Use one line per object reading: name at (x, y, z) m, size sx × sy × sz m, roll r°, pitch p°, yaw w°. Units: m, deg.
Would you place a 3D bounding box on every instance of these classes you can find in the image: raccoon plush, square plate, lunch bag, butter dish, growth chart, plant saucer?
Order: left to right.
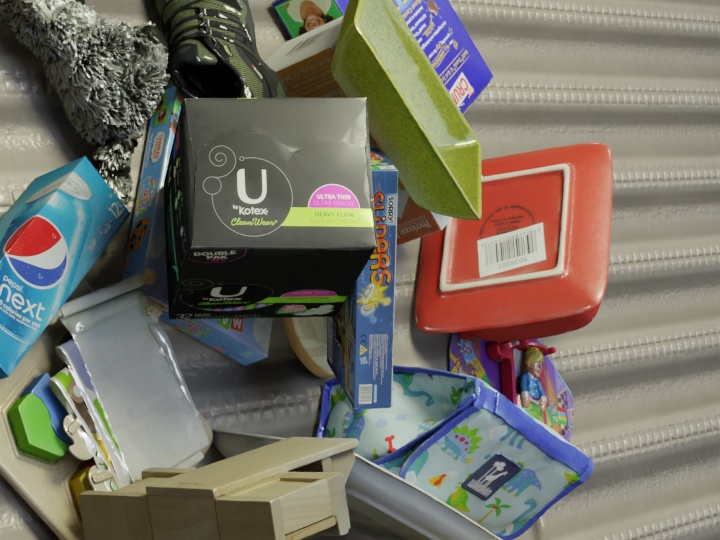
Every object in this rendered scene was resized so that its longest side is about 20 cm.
raccoon plush at (-0.233, -0.145, 1.617) m, size 0.133 × 0.096 × 0.202 m, roll 13°, pitch 66°, yaw -37°
growth chart at (-0.184, 0.105, 1.573) m, size 0.144 × 0.018 × 0.201 m, roll -16°, pitch 85°, yaw -47°
square plate at (-0.005, 0.190, 1.669) m, size 0.198 × 0.199 × 0.029 m, roll 34°, pitch 71°, yaw -35°
plant saucer at (0.034, -0.146, 1.715) m, size 0.201 × 0.048 × 0.200 m, roll 57°, pitch 15°, yaw -17°
lunch bag at (0.082, 0.161, 1.772) m, size 0.170 × 0.199 × 0.128 m, roll 33°, pitch 52°, yaw -37°
butter dish at (0.169, -0.004, 1.964) m, size 0.148 × 0.199 × 0.201 m, roll 53°, pitch 37°, yaw -48°

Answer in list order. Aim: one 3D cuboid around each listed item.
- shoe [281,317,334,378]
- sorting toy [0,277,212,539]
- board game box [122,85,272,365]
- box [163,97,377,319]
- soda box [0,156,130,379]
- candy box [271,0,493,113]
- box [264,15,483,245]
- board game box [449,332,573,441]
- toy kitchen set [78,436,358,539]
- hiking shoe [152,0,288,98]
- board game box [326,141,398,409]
shoe at (-0.041, 0.015, 1.758) m, size 0.070 × 0.053 × 0.201 m, roll -69°, pitch 147°, yaw -48°
sorting toy at (-0.208, 0.123, 1.578) m, size 0.201 × 0.036 × 0.185 m, roll 54°, pitch 42°, yaw -20°
board game box at (-0.130, -0.039, 1.731) m, size 0.151 × 0.036 × 0.201 m, roll 31°, pitch 55°, yaw -39°
box at (-0.076, -0.046, 1.579) m, size 0.147 × 0.200 × 0.125 m, roll -1°, pitch 73°, yaw -11°
soda box at (-0.261, 0.001, 1.539) m, size 0.064 × 0.068 × 0.200 m, roll 52°, pitch 43°, yaw -22°
candy box at (0.025, -0.223, 1.951) m, size 0.201 × 0.077 × 0.169 m, roll 57°, pitch 40°, yaw -15°
box at (0.001, -0.127, 1.849) m, size 0.201 × 0.124 × 0.098 m, roll 57°, pitch 42°, yaw -16°
board game box at (0.167, 0.114, 2.012) m, size 0.201 × 0.039 × 0.158 m, roll 58°, pitch 41°, yaw -15°
toy kitchen set at (-0.074, 0.230, 1.498) m, size 0.163 × 0.199 × 0.182 m, roll -15°, pitch 99°, yaw -49°
hiking shoe at (-0.134, -0.199, 1.723) m, size 0.201 × 0.076 × 0.101 m, roll 57°, pitch 21°, yaw 11°
board game box at (0.000, 0.000, 1.671) m, size 0.034 × 0.135 × 0.202 m, roll -2°, pitch 106°, yaw -11°
